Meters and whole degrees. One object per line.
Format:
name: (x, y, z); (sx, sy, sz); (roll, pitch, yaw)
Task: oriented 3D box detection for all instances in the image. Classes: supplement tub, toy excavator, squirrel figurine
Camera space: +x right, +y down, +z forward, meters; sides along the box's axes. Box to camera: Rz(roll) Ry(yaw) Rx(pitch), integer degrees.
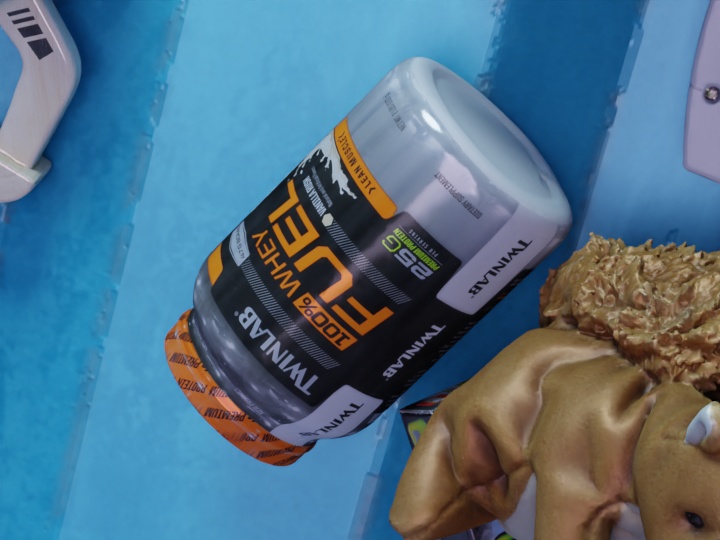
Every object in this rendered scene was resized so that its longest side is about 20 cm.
supplement tub: (0.000, 0.000, 1.120); (0.123, 0.123, 0.200); (45, 107, 1)
toy excavator: (-0.177, -0.157, 1.152); (0.194, 0.100, 0.200); (-30, 102, 19)
squirrel figurine: (0.140, 0.068, 1.019); (0.141, 0.186, 0.201); (29, 74, -24)

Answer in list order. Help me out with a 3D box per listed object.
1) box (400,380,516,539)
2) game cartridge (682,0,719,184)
box: (0.102, 0.146, 1.131); (0.110, 0.035, 0.201); (-22, 98, -26)
game cartridge: (0.240, -0.124, 1.083); (0.133, 0.040, 0.201); (23, 106, 4)
